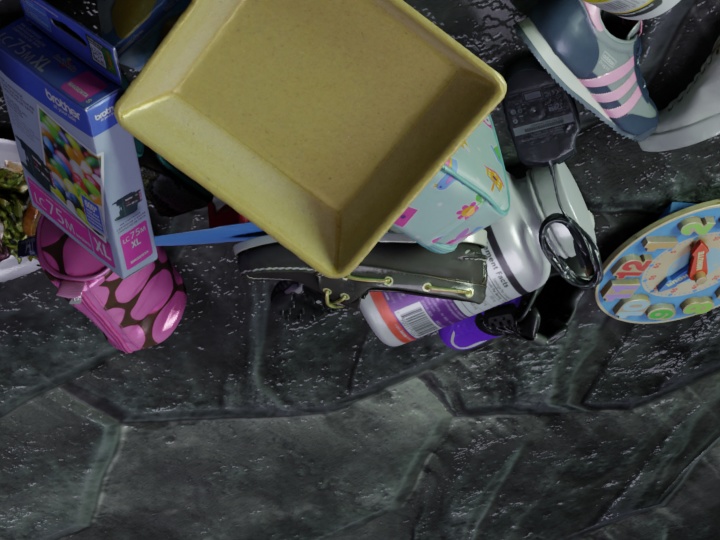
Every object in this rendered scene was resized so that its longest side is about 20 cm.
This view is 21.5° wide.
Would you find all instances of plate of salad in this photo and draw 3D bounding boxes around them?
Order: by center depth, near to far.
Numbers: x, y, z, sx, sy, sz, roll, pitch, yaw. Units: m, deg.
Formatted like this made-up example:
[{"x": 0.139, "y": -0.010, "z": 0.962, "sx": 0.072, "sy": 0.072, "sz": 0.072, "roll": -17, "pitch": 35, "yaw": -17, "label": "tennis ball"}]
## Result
[{"x": -0.313, "y": -0.036, "z": 1.515, "sx": 0.199, "sy": 0.048, "sz": 0.200, "roll": -9, "pitch": 148, "yaw": -6, "label": "plate of salad"}]

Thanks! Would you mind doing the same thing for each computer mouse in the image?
[{"x": 0.159, "y": -0.079, "z": 1.541, "sx": 0.058, "sy": 0.034, "sz": 0.201, "roll": -11, "pitch": 108, "yaw": 15, "label": "computer mouse"}]

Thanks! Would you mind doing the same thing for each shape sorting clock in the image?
[{"x": 0.316, "y": -0.005, "z": 1.793, "sx": 0.199, "sy": 0.039, "sz": 0.200, "roll": -9, "pitch": 147, "yaw": -6, "label": "shape sorting clock"}]

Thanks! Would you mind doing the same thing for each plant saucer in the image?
[{"x": -0.033, "y": -0.123, "z": 1.280, "sx": 0.200, "sy": 0.049, "sz": 0.200, "roll": 36, "pitch": 119, "yaw": -9, "label": "plant saucer"}]

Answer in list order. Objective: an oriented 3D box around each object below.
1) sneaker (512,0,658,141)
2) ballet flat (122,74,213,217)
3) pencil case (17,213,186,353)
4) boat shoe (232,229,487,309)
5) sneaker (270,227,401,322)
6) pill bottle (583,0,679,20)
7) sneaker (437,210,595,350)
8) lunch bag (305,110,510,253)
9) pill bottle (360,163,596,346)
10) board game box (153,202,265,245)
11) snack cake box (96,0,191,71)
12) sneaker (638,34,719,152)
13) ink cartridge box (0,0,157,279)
[{"x": 0.200, "y": -0.165, "z": 1.487, "sx": 0.082, "sy": 0.070, "sz": 0.200, "roll": -42, "pitch": 147, "yaw": 14, "label": "sneaker"}, {"x": -0.183, "y": -0.095, "z": 1.452, "sx": 0.072, "sy": 0.072, "sz": 0.200, "roll": -23, "pitch": 146, "yaw": 15, "label": "ballet flat"}, {"x": -0.202, "y": 0.005, "z": 1.543, "sx": 0.090, "sy": 0.094, "sz": 0.200, "roll": -4, "pitch": 161, "yaw": 11, "label": "pencil case"}, {"x": 0.000, "y": 0.000, "z": 1.489, "sx": 0.200, "sy": 0.061, "sz": 0.072, "roll": -2, "pitch": 174, "yaw": 0, "label": "boat shoe"}, {"x": -0.001, "y": -0.040, "z": 1.573, "sx": 0.200, "sy": 0.091, "sz": 0.066, "roll": -40, "pitch": 146, "yaw": 12, "label": "sneaker"}, {"x": 0.138, "y": -0.251, "z": 1.291, "sx": 0.199, "sy": 0.112, "sz": 0.111, "roll": 17, "pitch": 137, "yaw": -38, "label": "pill bottle"}, {"x": 0.142, "y": 0.033, "z": 1.730, "sx": 0.069, "sy": 0.100, "sz": 0.200, "roll": 16, "pitch": 137, "yaw": -35, "label": "sneaker"}, {"x": 0.024, "y": -0.112, "z": 1.424, "sx": 0.077, "sy": 0.161, "sz": 0.200, "roll": -36, "pitch": 135, "yaw": 24, "label": "lunch bag"}, {"x": 0.094, "y": -0.021, "z": 1.624, "sx": 0.199, "sy": 0.112, "sz": 0.111, "roll": -23, "pitch": 146, "yaw": 14, "label": "pill bottle"}, {"x": -0.073, "y": -0.050, "z": 1.463, "sx": 0.199, "sy": 0.039, "sz": 0.158, "roll": -7, "pitch": 177, "yaw": 26, "label": "board game box"}, {"x": -0.077, "y": -0.209, "z": 1.319, "sx": 0.115, "sy": 0.067, "sz": 0.200, "roll": 21, "pitch": 134, "yaw": -40, "label": "snack cake box"}, {"x": 0.300, "y": -0.159, "z": 1.548, "sx": 0.200, "sy": 0.085, "sz": 0.073, "roll": -22, "pitch": -173, "yaw": 42, "label": "sneaker"}, {"x": -0.208, "y": -0.099, "z": 1.365, "sx": 0.042, "sy": 0.119, "sz": 0.201, "roll": -34, "pitch": 142, "yaw": -28, "label": "ink cartridge box"}]
